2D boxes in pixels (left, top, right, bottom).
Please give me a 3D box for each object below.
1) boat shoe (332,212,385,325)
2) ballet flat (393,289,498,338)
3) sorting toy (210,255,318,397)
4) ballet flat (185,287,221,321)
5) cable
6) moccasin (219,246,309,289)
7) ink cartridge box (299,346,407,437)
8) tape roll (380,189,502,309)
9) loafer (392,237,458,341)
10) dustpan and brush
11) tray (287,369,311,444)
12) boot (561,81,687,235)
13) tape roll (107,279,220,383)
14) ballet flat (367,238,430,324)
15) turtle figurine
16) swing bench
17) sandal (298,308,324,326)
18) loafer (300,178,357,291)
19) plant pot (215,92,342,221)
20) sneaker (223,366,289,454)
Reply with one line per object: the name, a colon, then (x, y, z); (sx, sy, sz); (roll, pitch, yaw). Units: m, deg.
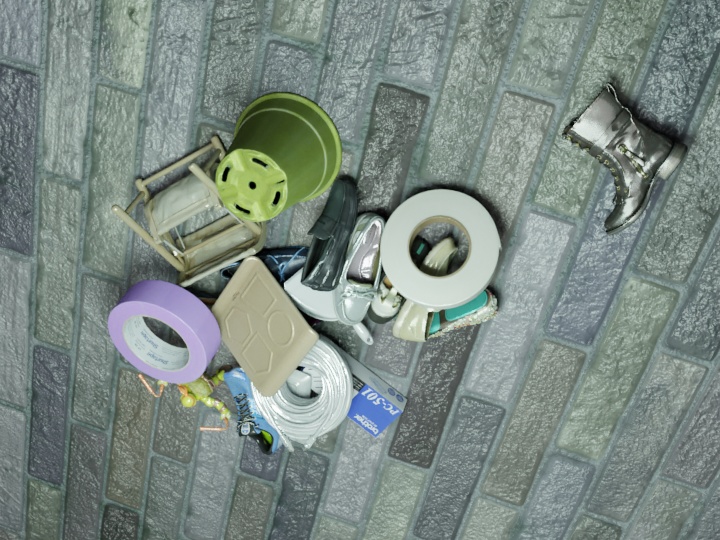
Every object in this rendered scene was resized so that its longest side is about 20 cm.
boat shoe: (0.002, 0.000, 1.507); (0.074, 0.065, 0.203); (15, 95, -14)
ballet flat: (0.158, 0.088, 1.551); (0.199, 0.076, 0.064); (-16, 145, 27)
sorting toy: (-0.177, 0.101, 1.559); (0.200, 0.036, 0.185); (49, 123, 17)
ballet flat: (-0.283, 0.079, 1.663); (0.199, 0.073, 0.073); (8, 118, 11)
cable: (-0.107, 0.213, 1.614); (0.200, 0.069, 0.200); (-40, 87, 16)
moccasin: (-0.163, 0.004, 1.590); (0.199, 0.068, 0.081); (-6, 113, 14)
ink cartridge box: (-0.017, 0.229, 1.680); (0.200, 0.044, 0.094); (38, 121, -6)
tape roll: (0.134, -0.036, 1.445); (0.202, 0.037, 0.204); (-2, 79, 10)
loafer: (0.126, 0.038, 1.506); (0.068, 0.076, 0.201); (28, 104, 13)
dustpan and brush: (-0.034, 0.060, 1.568); (0.139, 0.057, 0.200); (-40, 100, -11)
tray: (-0.152, 0.268, 1.721); (0.107, 0.022, 0.201); (19, 130, 18)
boot: (0.392, -0.174, 1.360); (0.174, 0.069, 0.200); (33, 116, 3)
tape roll: (-0.361, 0.115, 1.593); (0.199, 0.066, 0.201); (12, 131, 14)
ballet flat: (0.058, 0.028, 1.543); (0.068, 0.068, 0.200); (27, 120, 0)
turtle figurine: (-0.321, 0.217, 1.689); (0.199, 0.161, 0.065); (29, 120, 0)
swing bench: (-0.296, -0.096, 1.547); (0.198, 0.130, 0.200); (-23, 114, 24)
sandal: (-0.099, 0.077, 1.620); (0.200, 0.048, 0.076); (-15, 112, 19)
loafer: (-0.055, -0.063, 1.489); (0.070, 0.068, 0.201); (13, 92, -34)
plant pot: (-0.149, -0.172, 1.430); (0.199, 0.190, 0.201); (6, 118, 11)
sneaker: (-0.207, 0.275, 1.683); (0.078, 0.089, 0.200); (-18, 111, 37)
